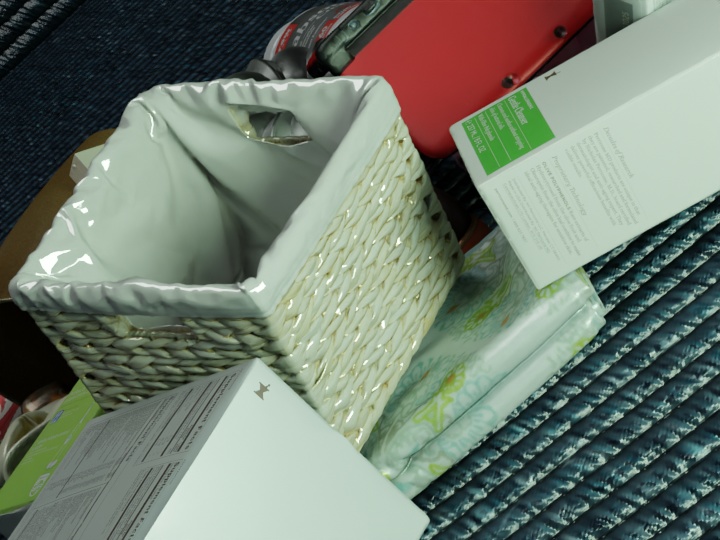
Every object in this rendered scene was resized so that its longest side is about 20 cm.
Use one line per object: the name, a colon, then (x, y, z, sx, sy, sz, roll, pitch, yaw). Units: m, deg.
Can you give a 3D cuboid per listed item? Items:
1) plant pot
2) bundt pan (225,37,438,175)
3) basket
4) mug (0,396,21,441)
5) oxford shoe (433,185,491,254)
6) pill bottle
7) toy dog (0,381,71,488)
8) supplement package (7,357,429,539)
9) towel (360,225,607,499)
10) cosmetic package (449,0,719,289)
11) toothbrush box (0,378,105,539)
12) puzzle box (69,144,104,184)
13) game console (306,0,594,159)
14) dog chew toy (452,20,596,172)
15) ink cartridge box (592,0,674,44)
plant pot: (-0.202, -0.007, 1.818, 0.186, 0.186, 0.200, -26, 41, 46)
bundt pan: (-0.038, -0.110, 1.715, 0.202, 0.076, 0.202, -14, 29, 8)
basket: (-0.070, -0.002, 1.445, 0.198, 0.161, 0.200, 1, 46, 34)
mug: (-0.263, 0.119, 1.965, 0.133, 0.178, 0.200, 20, 67, 31)
oxford shoe: (0.000, 0.000, 1.660, 0.200, 0.073, 0.071, -35, 21, 29)
pill bottle: (-0.010, -0.173, 1.987, 0.116, 0.116, 0.200, -49, 18, -10)
toy dog: (-0.201, 0.134, 1.714, 0.194, 0.140, 0.200, -57, 17, -17)
supplement package: (-0.098, 0.173, 1.377, 0.200, 0.152, 0.151, -22, 29, 51)
towel: (0.062, 0.050, 1.459, 0.200, 0.048, 0.171, -43, 18, 10)
cosmetic package: (0.166, -0.085, 1.388, 0.200, 0.085, 0.108, -31, 24, 4)
toothbrush box: (-0.133, 0.130, 1.559, 0.086, 0.146, 0.200, -20, 32, 54)
puzzle box: (-0.112, -0.035, 1.753, 0.133, 0.200, 0.025, -20, -34, -37)
game console: (0.074, -0.176, 1.613, 0.200, 0.119, 0.172, -44, 3, -5)
dog chew toy: (0.114, -0.155, 1.680, 0.125, 0.125, 0.200, -20, 39, 53)
ink cartridge box: (0.221, -0.208, 1.508, 0.200, 0.050, 0.162, -56, -23, -22)
